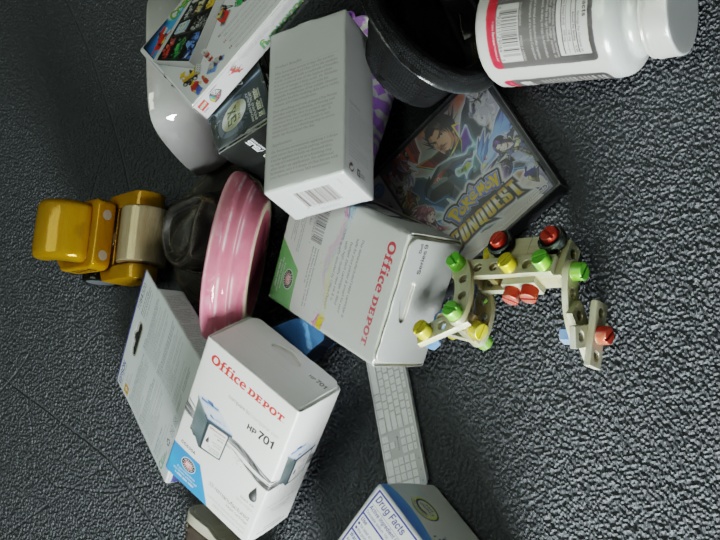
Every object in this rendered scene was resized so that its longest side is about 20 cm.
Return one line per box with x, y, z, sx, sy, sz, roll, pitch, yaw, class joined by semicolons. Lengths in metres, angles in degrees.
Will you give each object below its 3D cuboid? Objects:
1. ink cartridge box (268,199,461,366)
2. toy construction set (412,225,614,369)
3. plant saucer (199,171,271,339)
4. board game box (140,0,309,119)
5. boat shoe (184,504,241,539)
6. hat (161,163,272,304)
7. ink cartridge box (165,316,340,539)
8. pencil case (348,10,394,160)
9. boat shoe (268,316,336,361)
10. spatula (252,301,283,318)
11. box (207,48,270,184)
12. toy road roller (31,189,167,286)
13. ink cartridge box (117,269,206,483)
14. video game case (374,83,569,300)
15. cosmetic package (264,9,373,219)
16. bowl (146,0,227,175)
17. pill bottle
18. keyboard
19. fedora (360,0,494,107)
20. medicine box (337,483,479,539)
0.000;0.000;1.051;0.199;0.086;0.148;29;107;46;ink cartridge box
0.156;0.028;0.936;0.197;0.092;0.133;7;60;33;toy construction set
-0.145;-0.014;1.132;0.050;0.201;0.205;11;86;1;plant saucer
-0.152;-0.290;1.092;0.200;0.035;0.126;-47;60;5;board game box
-0.151;0.355;1.133;0.199;0.071;0.061;28;103;44;boat shoe
-0.214;-0.058;1.271;0.198;0.080;0.205;-12;72;38;hat
-0.127;0.181;1.090;0.145;0.085;0.203;35;121;23;ink cartridge box
-0.004;-0.202;1.111;0.084;0.084;0.204;-12;62;66;pencil case
-0.103;0.105;1.152;0.198;0.068;0.086;-10;83;41;boat shoe
-0.116;0.045;1.204;0.198;0.020;0.057;-33;50;26;spatula
-0.119;-0.213;1.166;0.085;0.163;0.203;-27;64;18;box
-0.376;-0.048;1.353;0.198;0.144;0.126;-6;76;45;toy road roller
-0.252;0.136;1.247;0.201;0.043;0.199;52;131;40;ink cartridge box
0.108;-0.093;1.048;0.200;0.025;0.183;-43;56;24;video game case
-0.043;-0.168;1.029;0.100;0.071;0.204;-11;64;25;cosmetic package
-0.214;-0.246;1.258;0.073;0.200;0.204;-6;72;10;bowl
0.221;-0.243;0.932;0.197;0.110;0.113;4;82;40;pill bottle
0.036;0.145;1.063;0.056;0.011;0.204;-25;65;33;keyboard
0.059;-0.251;1.030;0.092;0.198;0.203;-48;52;44;fedora
0.044;0.350;0.948;0.201;0.102;0.182;-55;52;15;medicine box
